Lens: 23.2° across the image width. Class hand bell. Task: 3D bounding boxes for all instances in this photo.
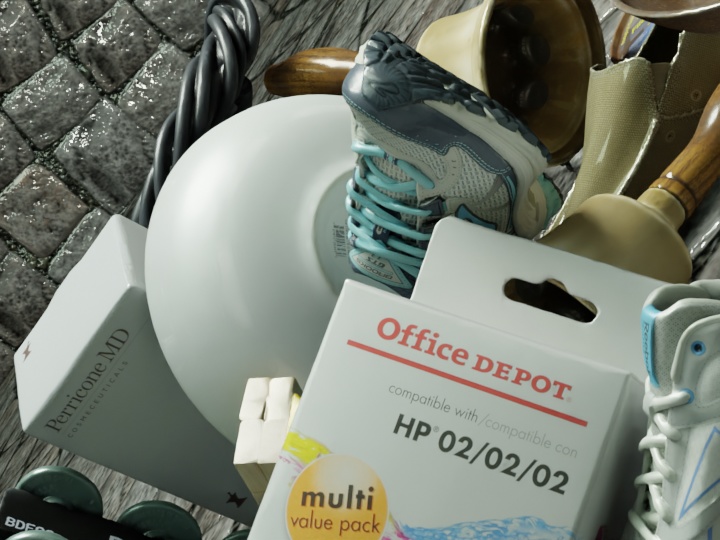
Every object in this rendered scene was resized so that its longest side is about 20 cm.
[{"bbox_3d":[0.137,-0.036,0.749,0.200,0.104,0.104,-49,10,-23],"label":"hand bell"},{"bbox_3d":[0.022,-0.107,0.958,0.200,0.104,0.104,1,54,43],"label":"hand bell"}]

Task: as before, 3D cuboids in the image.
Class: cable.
[{"bbox_3d":[-0.088,-0.059,0.969,0.163,0.051,0.200,112,175,-48],"label":"cable"}]

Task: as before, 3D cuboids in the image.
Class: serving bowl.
[{"bbox_3d":[0.000,0.000,0.844,0.066,0.200,0.200,-36,24,56],"label":"serving bowl"}]

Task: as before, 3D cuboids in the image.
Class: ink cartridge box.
[{"bbox_3d":[0.033,0.079,0.628,0.068,0.115,0.200,33,-104,-65],"label":"ink cartridge box"}]

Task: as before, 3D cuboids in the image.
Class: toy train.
[{"bbox_3d":[-0.115,0.176,0.871,0.085,0.200,0.114,-91,23,-64],"label":"toy train"}]

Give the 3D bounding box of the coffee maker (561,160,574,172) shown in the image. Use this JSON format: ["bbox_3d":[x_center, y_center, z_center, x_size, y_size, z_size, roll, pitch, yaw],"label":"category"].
[{"bbox_3d":[-0.002,-0.012,1.029,0.200,0.135,0.192,-60,15,-13],"label":"coffee maker"}]

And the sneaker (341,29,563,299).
[{"bbox_3d":[0.031,-0.029,0.730,0.086,0.078,0.200,-52,-23,-1],"label":"sneaker"}]

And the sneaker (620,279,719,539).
[{"bbox_3d":[0.115,0.051,0.577,0.200,0.087,0.075,-57,15,3],"label":"sneaker"}]

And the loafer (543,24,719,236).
[{"bbox_3d":[0.131,-0.066,0.829,0.200,0.067,0.076,-55,10,-5],"label":"loafer"}]

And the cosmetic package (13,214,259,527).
[{"bbox_3d":[-0.067,0.065,0.910,0.101,0.200,0.071,-52,30,19],"label":"cosmetic package"}]

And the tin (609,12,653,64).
[{"bbox_3d":[0.203,-0.172,0.891,0.200,0.042,0.112,-48,18,33],"label":"tin"}]

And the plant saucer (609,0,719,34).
[{"bbox_3d":[0.190,-0.153,0.694,0.200,0.037,0.200,-33,22,15],"label":"plant saucer"}]

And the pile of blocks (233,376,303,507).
[{"bbox_3d":[0.019,0.115,0.732,0.082,0.062,0.200,-34,47,-9],"label":"pile of blocks"}]
